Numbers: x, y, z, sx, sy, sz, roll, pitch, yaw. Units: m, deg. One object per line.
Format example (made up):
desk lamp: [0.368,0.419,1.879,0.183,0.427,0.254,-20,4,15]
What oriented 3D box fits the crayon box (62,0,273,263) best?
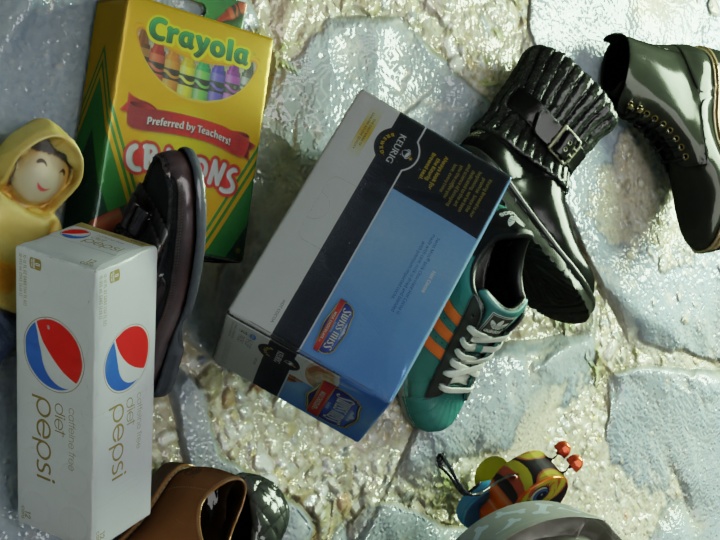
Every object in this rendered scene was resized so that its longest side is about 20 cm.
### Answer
crayon box: [-0.134,-0.113,1.026,0.127,0.051,0.201,10,84,-38]

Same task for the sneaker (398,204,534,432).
sneaker: [0.087,0.044,1.171,0.071,0.080,0.201,4,103,-39]

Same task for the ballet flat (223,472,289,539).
ballet flat: [-0.107,0.243,1.048,0.057,0.066,0.201,39,60,-41]

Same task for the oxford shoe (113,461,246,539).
oxford shoe: [-0.137,0.213,0.983,0.071,0.071,0.200,59,41,-38]

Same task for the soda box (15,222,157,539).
soda box: [-0.179,0.075,0.939,0.064,0.068,0.201,-29,129,-54]

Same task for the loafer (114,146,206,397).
loafer: [-0.147,0.009,0.964,0.063,0.072,0.200,-4,129,-25]

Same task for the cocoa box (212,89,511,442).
cocoa box: [0.000,0.000,1.055,0.131,0.133,0.200,30,69,0]

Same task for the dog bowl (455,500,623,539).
dog bowl: [0.134,0.270,1.117,0.199,0.059,0.201,-7,109,-20]

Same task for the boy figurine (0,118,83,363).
boy figurine: [-0.234,-0.004,0.942,0.124,0.064,0.201,33,75,-33]

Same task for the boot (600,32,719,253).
boot: [0.281,-0.119,1.350,0.138,0.077,0.201,6,75,-34]

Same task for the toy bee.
toy bee: [0.141,0.197,1.186,0.109,0.200,0.131,-31,69,-9]

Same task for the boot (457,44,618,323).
boot: [0.172,-0.074,1.252,0.158,0.079,0.211,-49,119,-26]
